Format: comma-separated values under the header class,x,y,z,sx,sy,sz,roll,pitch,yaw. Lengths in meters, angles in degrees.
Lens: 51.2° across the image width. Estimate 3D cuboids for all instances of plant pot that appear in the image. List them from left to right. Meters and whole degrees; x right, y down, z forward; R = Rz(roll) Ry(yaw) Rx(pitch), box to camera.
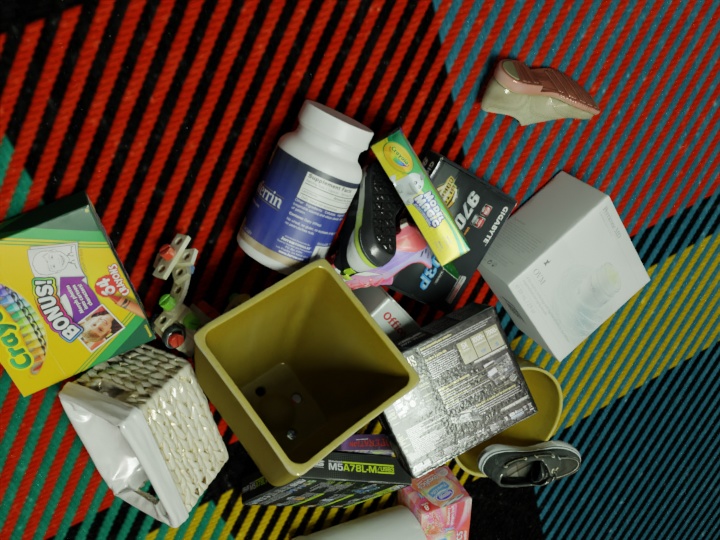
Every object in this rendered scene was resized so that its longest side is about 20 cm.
class,x,y,z,sx,sy,sz,roll,pitch,yaw
plant pot,-0.084,0.144,0.926,0.195,0.195,0.200,-32,166,-30
plant pot,0.202,0.206,1.209,0.199,0.142,0.201,-10,119,-20

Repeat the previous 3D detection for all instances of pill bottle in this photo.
class,x,y,z,sx,sy,sz,roll,pitch,yaw
pill bottle,-0.067,-0.102,0.942,0.115,0.116,0.201,18,106,-31

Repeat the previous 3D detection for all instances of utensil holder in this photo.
class,x,y,z,sx,sy,sz,roll,pitch,yaw
utensil holder,0.003,0.499,1.249,0.199,0.170,0.171,-11,119,-22

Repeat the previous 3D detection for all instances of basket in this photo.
class,x,y,z,sx,sy,sz,roll,pitch,yaw
basket,-0.269,0.204,0.964,0.123,0.135,0.201,-46,137,-38

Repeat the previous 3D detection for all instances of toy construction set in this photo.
class,x,y,z,sx,sy,sz,roll,pitch,yaw
toy construction set,-0.195,0.051,0.968,0.131,0.092,0.200,-49,125,-8

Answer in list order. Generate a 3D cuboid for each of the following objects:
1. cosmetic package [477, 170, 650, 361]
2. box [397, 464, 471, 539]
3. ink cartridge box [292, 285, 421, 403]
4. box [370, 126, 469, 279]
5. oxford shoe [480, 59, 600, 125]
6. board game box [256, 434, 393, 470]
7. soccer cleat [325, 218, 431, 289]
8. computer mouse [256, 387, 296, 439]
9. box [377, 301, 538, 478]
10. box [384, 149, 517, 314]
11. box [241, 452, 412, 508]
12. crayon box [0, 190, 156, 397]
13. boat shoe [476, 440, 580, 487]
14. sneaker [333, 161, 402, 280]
class,x,y,z,sx,sy,sz,roll,pitch,yaw
cosmetic package,0.312,-0.005,1.168,0.200,0.123,0.200,-42,125,-2
box,0.126,0.461,1.330,0.102,0.095,0.201,-10,118,-20
ink cartridge box,-0.004,0.129,1.107,0.200,0.083,0.146,-43,125,1
box,0.083,-0.088,0.972,0.048,0.117,0.201,-28,101,9
oxford shoe,0.254,-0.242,1.067,0.199,0.071,0.074,8,136,-29
board game box,-0.054,0.272,1.122,0.199,0.033,0.120,1,157,-9
soccer cleat,0.000,0.000,1.025,0.199,0.067,0.077,-26,100,9
computer mouse,-0.122,0.184,1.058,0.199,0.034,0.059,34,117,0
box,0.116,0.161,1.037,0.199,0.086,0.165,-26,96,-10
box,0.114,-0.053,1.094,0.158,0.046,0.201,24,102,-32
box,-0.055,0.320,1.136,0.192,0.048,0.200,10,150,-30
crayon box,-0.367,0.030,0.900,0.172,0.058,0.201,-25,123,-13
boat shoe,0.273,0.310,1.174,0.199,0.057,0.069,6,112,-28
sneaker,-0.001,-0.066,0.968,0.083,0.201,0.072,-31,118,28
